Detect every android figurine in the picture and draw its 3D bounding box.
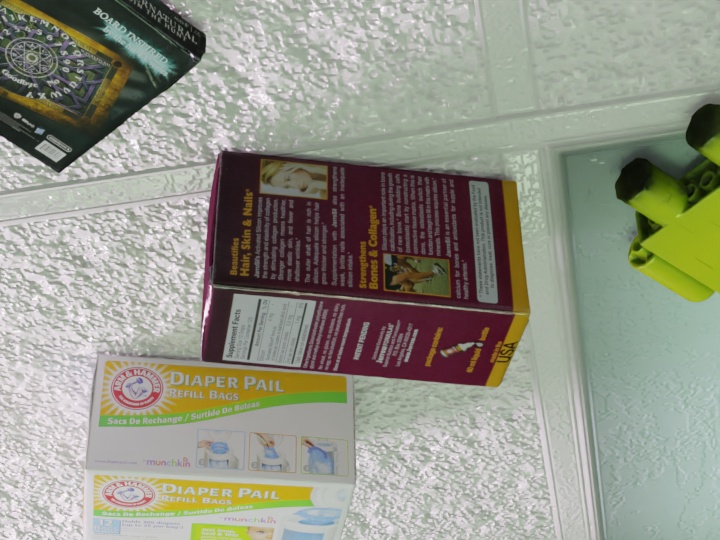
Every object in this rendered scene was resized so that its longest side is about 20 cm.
[{"bbox_3d":[0.267,-0.035,0.957,0.199,0.041,0.182,25,133,-28],"label":"android figurine"}]

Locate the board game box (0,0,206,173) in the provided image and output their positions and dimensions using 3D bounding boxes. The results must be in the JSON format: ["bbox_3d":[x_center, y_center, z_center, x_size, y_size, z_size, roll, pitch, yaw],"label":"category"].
[{"bbox_3d":[-0.203,-0.145,0.816,0.135,0.028,0.200,-31,132,30],"label":"board game box"}]

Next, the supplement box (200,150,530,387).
[{"bbox_3d":[0.000,0.000,0.935,0.198,0.111,0.086,5,141,-8],"label":"supplement box"}]

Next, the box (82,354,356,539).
[{"bbox_3d":[-0.108,0.141,1.110,0.198,0.102,0.113,4,141,-7],"label":"box"}]
